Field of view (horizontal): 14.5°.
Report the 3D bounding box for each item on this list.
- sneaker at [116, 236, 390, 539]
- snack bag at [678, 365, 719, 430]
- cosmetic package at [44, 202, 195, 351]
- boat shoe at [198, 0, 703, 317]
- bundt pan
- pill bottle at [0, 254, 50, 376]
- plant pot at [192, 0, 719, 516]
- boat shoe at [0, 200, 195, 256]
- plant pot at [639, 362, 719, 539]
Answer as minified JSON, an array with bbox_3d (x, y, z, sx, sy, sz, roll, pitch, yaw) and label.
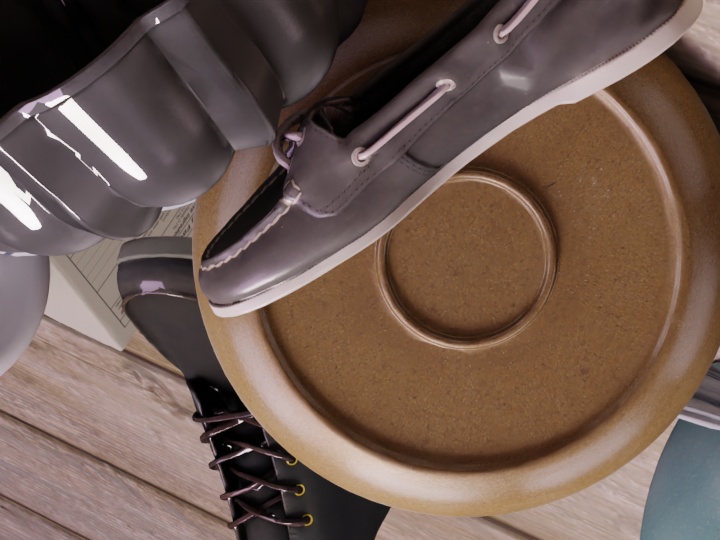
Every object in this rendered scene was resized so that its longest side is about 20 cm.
[{"bbox_3d":[-0.042,0.069,1.229,0.074,0.107,0.200,-5,148,39],"label":"sneaker"},{"bbox_3d":[0.059,0.012,1.159,0.199,0.022,0.188,21,-172,-37],"label":"snack bag"},{"bbox_3d":[-0.151,-0.059,1.373,0.073,0.104,0.200,23,160,30],"label":"cosmetic package"},{"bbox_3d":[0.019,-0.060,0.947,0.057,0.199,0.067,53,-167,-17],"label":"boat shoe"},{"bbox_3d":[-0.076,-0.082,0.980,0.076,0.202,0.201,49,158,-26],"label":"bundt pan"},{"bbox_3d":[-0.217,0.014,1.311,0.119,0.120,0.200,35,163,-8],"label":"pill bottle"},{"bbox_3d":[0.038,-0.006,1.011,0.200,0.201,0.027,34,-171,-5],"label":"plant pot"},{"bbox_3d":[-0.121,-0.054,1.125,0.091,0.071,0.200,6,157,-39],"label":"boat shoe"},{"bbox_3d":[0.204,0.152,1.262,0.200,0.135,0.200,30,163,10],"label":"plant pot"}]
